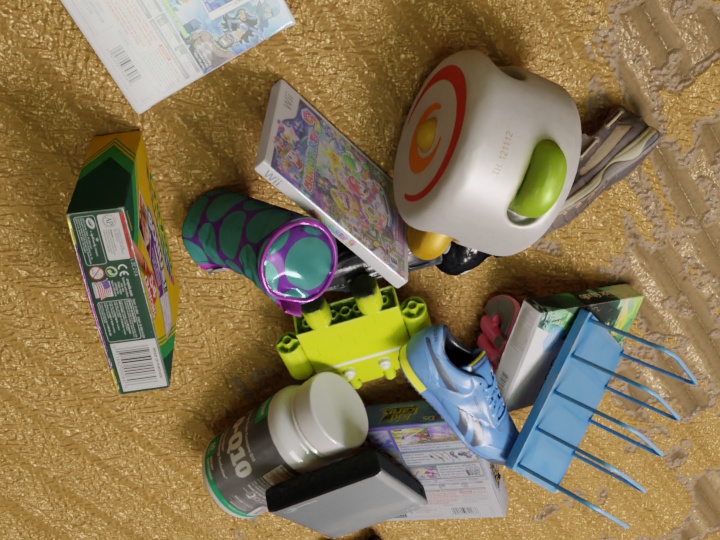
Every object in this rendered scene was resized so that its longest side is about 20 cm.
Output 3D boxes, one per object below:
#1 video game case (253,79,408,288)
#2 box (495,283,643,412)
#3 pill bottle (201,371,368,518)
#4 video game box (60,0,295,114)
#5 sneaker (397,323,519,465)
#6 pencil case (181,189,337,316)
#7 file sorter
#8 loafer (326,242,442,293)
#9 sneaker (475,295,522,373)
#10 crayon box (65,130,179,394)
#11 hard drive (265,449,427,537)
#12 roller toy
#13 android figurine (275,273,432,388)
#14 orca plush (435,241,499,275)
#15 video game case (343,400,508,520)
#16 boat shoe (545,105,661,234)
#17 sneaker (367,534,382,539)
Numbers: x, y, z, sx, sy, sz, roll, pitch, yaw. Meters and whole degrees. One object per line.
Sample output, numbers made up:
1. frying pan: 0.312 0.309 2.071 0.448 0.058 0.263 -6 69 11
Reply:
1. video game case: -0.022 -0.089 0.872 0.018 0.144 0.199 -33 123 30
2. box: 0.253 0.094 1.052 0.198 0.036 0.146 -8 125 -38
3. pill bottle: -0.090 0.208 1.022 0.113 0.114 0.199 36 125 -27
4. video game box: -0.184 -0.277 0.786 0.180 0.047 0.201 -26 122 7
5. sneaker: 0.131 0.142 0.970 0.078 0.066 0.200 -34 106 34
6. pencil case: -0.106 -0.024 0.861 0.084 0.199 0.094 16 92 -35
7. file sorter: 0.284 0.177 0.990 0.138 0.122 0.202 36 81 -48
8. loafer: 0.000 0.000 0.969 0.198 0.068 0.071 -22 108 -2
9. sneaker: 0.181 0.125 1.086 0.094 0.079 0.202 5 123 -31
10. crayon box: -0.230 -0.011 0.857 0.057 0.173 0.203 -7 122 -3
11. hard drive: -0.011 0.269 1.014 0.138 0.033 0.200 -22 150 10
12. roller toy: 0.116 -0.117 0.860 0.138 0.185 0.200 16 151 -21
13. android figurine: -0.005 0.081 0.999 0.179 0.042 0.201 -15 143 2
14. orca plush: 0.172 -0.053 0.973 0.198 0.071 0.106 -27 122 5
15. video game case: 0.073 0.248 1.104 0.197 0.046 0.183 -9 125 22
16. boat shoe: 0.237 -0.110 0.933 0.199 0.074 0.075 -35 166 -20
17. sneaker: -0.044 0.435 1.230 0.197 0.078 0.091 -22 103 -2
